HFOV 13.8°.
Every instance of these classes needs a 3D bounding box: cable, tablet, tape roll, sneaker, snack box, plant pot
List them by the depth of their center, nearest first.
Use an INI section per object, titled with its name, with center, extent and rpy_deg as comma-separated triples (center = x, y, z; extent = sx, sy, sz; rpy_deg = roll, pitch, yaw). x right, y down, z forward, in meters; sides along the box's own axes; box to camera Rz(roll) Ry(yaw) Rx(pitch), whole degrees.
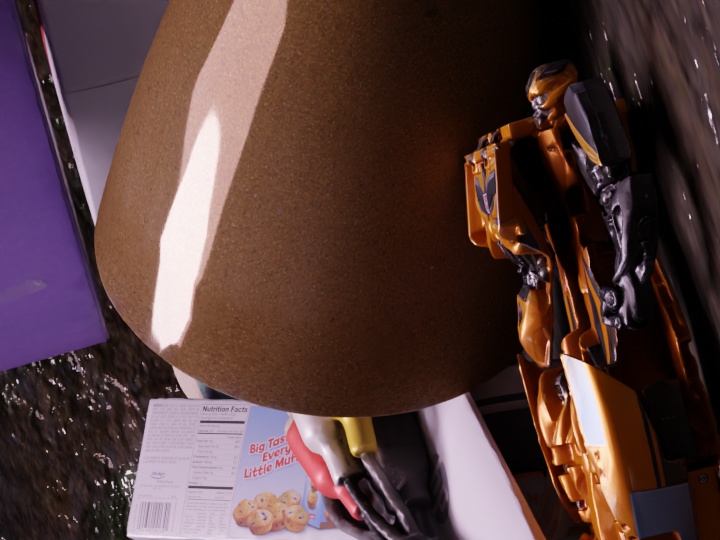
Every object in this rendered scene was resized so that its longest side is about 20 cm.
[plant pot]
center = -0.002, -0.080, 1.145
extent = 0.187, 0.185, 0.201
rpy_deg = -112, 24, -44
[cable]
center = 0.005, 0.103, 1.178
extent = 0.201, 0.050, 0.097
rpy_deg = -108, 24, -43
[tablet]
center = 0.035, 0.104, 1.194
extent = 0.200, 0.014, 0.131
rpy_deg = -117, 27, -52
[sneaker]
center = 0.058, 0.087, 1.269
extent = 0.200, 0.078, 0.080
rpy_deg = 138, 124, -79
[snack box]
center = -0.025, 0.099, 1.437
extent = 0.024, 0.199, 0.072
rpy_deg = 28, -113, -51
[tape roll]
center = -0.198, -0.049, 1.557
extent = 0.200, 0.085, 0.201
rpy_deg = 164, 90, -85

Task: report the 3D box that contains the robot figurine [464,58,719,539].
[robot figurine]
center = 0.083, 0.026, 1.056
extent = 0.145, 0.058, 0.201
rpy_deg = 159, 96, -83

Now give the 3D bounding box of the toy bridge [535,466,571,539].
[toy bridge]
center = 0.092, 0.154, 1.188
extent = 0.027, 0.067, 0.201
rpy_deg = -126, 23, -61

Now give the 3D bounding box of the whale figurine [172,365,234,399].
[whale figurine]
center = -0.010, 0.053, 1.550
extent = 0.104, 0.159, 0.200
rpy_deg = 7, 139, 50

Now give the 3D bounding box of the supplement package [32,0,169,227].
[supplement package]
center = -0.111, -0.135, 1.595
extent = 0.122, 0.119, 0.201
rpy_deg = 82, 172, -48
